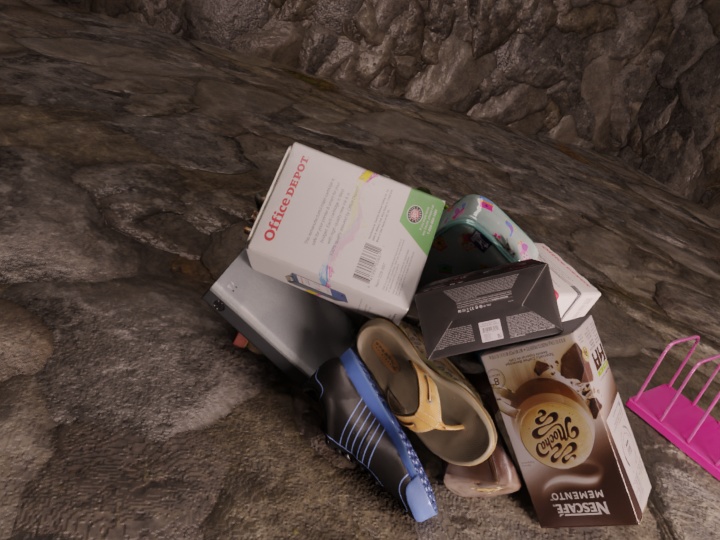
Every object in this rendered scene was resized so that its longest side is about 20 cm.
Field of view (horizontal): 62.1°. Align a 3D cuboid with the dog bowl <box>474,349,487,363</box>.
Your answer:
[{"bbox_3d":[0.252,0.111,0.975,0.110,0.050,0.199,31,29,23],"label":"dog bowl"}]

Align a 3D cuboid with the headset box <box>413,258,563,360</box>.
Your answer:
[{"bbox_3d":[0.150,0.040,0.718,0.145,0.077,0.200,-14,0,12],"label":"headset box"}]

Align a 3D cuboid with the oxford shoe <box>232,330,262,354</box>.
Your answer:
[{"bbox_3d":[-0.115,0.054,0.829,0.074,0.071,0.201,29,32,-8],"label":"oxford shoe"}]

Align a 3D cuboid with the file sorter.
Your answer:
[{"bbox_3d":[0.543,0.207,0.900,0.137,0.128,0.200,-3,33,-39],"label":"file sorter"}]

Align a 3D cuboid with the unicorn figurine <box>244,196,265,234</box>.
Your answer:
[{"bbox_3d":[-0.116,-0.055,0.963,0.136,0.075,0.200,31,1,-11],"label":"unicorn figurine"}]

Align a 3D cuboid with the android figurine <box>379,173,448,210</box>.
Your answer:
[{"bbox_3d":[0.047,-0.102,0.940,0.178,0.042,0.200,16,-8,-4],"label":"android figurine"}]

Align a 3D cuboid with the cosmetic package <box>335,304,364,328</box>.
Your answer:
[{"bbox_3d":[0.000,0.000,0.842,0.105,0.203,0.090,19,25,3],"label":"cosmetic package"}]

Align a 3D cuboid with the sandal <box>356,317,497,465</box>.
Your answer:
[{"bbox_3d":[0.059,0.135,0.654,0.200,0.081,0.054,46,23,20],"label":"sandal"}]

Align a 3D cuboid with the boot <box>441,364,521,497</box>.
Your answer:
[{"bbox_3d":[0.173,0.199,0.735,0.182,0.065,0.201,5,27,-8],"label":"boot"}]

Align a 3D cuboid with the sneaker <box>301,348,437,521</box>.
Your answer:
[{"bbox_3d":[0.007,0.187,0.650,0.202,0.077,0.070,58,2,28],"label":"sneaker"}]

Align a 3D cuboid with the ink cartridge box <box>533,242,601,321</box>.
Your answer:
[{"bbox_3d":[0.279,0.024,0.982,0.197,0.085,0.145,1,38,-45],"label":"ink cartridge box"}]

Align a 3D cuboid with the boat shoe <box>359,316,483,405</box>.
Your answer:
[{"bbox_3d":[0.068,0.117,0.747,0.062,0.074,0.200,4,30,-40],"label":"boat shoe"}]

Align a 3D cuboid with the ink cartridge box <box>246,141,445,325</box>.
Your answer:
[{"bbox_3d":[-0.018,-0.042,0.711,0.196,0.148,0.088,22,-19,1],"label":"ink cartridge box"}]

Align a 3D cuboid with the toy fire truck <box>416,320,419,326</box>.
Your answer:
[{"bbox_3d":[0.102,0.008,1.019,0.173,0.131,0.200,19,16,0],"label":"toy fire truck"}]

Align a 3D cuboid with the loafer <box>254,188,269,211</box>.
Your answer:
[{"bbox_3d":[-0.104,-0.087,1.069,0.198,0.076,0.070,34,67,11],"label":"loafer"}]

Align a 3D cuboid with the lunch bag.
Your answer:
[{"bbox_3d":[0.151,-0.006,0.866,0.160,0.199,0.078,42,48,-11],"label":"lunch bag"}]

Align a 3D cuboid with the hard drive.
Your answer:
[{"bbox_3d":[-0.089,0.059,0.753,0.200,0.033,0.140,44,32,-11],"label":"hard drive"}]

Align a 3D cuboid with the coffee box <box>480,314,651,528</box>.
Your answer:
[{"bbox_3d":[0.226,0.166,0.657,0.079,0.112,0.204,-18,87,-54],"label":"coffee box"}]
